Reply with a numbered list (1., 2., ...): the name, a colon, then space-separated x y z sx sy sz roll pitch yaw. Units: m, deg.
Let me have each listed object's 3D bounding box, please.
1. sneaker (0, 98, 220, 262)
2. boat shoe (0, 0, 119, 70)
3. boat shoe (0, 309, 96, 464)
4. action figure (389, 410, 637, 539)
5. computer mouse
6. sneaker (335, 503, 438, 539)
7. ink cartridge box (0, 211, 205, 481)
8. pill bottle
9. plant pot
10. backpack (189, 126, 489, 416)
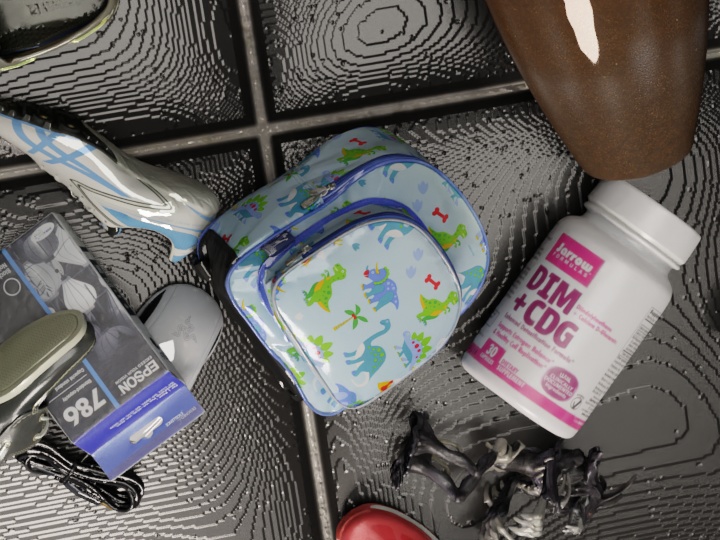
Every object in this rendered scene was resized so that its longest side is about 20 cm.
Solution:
1. sneaker: -0.209 -0.072 1.655 0.200 0.072 0.073 29 102 -10
2. boat shoe: -0.284 -0.190 1.624 0.202 0.060 0.072 -19 103 -6
3. boat shoe: -0.273 0.106 1.629 0.200 0.072 0.068 -43 121 14
4. action figure: 0.126 0.184 1.735 0.200 0.119 0.102 15 61 -6
5. computer mouse: -0.184 0.100 1.702 0.110 0.044 0.200 33 94 -12
6. sneaker: 0.063 0.281 1.739 0.078 0.116 0.200 -45 104 1
7. ink cartridge box: -0.221 0.061 1.662 0.099 0.039 0.200 -38 88 2
8. pill bottle: 0.183 0.027 1.714 0.113 0.113 0.200 34 93 -14
9. plant pot: 0.199 -0.179 1.659 0.187 0.187 0.200 -19 117 -6
10. backpack: 0.000 0.000 1.655 0.200 0.147 0.183 -39 121 -9
